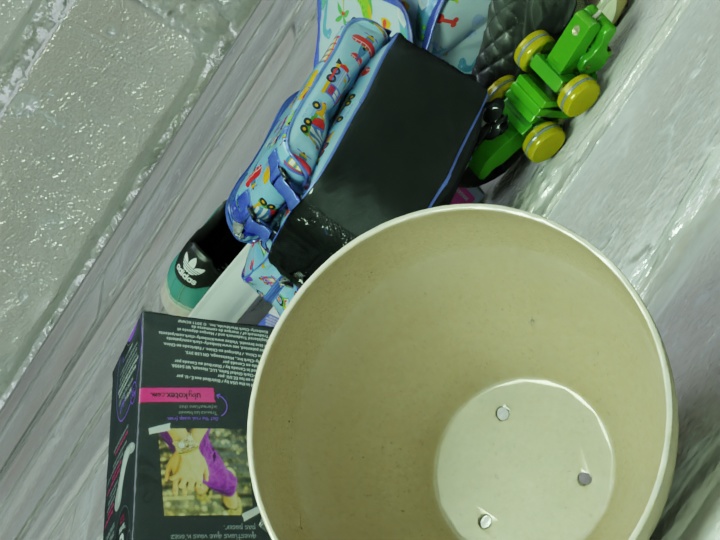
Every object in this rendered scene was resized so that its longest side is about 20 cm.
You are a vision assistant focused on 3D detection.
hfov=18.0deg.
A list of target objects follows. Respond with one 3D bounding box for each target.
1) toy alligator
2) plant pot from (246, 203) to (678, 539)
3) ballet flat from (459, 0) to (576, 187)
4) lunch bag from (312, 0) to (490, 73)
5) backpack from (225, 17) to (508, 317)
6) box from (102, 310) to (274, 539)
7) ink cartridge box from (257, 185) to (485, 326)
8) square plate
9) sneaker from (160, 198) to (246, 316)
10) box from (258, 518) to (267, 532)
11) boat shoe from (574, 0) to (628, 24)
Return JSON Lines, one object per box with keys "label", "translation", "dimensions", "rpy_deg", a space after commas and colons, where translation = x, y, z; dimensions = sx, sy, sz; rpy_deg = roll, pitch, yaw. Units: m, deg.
{"label": "toy alligator", "translation": [0.144, -0.140, 1.554], "dimensions": [0.054, 0.059, 0.200], "rpy_deg": [-2, -46, -52]}
{"label": "plant pot", "translation": [0.062, 0.085, 1.078], "dimensions": [0.201, 0.200, 0.134], "rpy_deg": [-59, -24, -4]}
{"label": "ballet flat", "translation": [0.105, -0.144, 1.614], "dimensions": [0.057, 0.066, 0.201], "rpy_deg": [60, 140, 44]}
{"label": "lunch bag", "translation": [0.050, -0.204, 1.823], "dimensions": [0.201, 0.127, 0.170], "rpy_deg": [-60, 33, 3]}
{"label": "backpack", "translation": [-0.014, -0.049, 1.557], "dimensions": [0.183, 0.134, 0.200], "rpy_deg": [-61, 8, -33]}
{"label": "box", "translation": [-0.121, 0.147, 1.620], "dimensions": [0.122, 0.105, 0.201], "rpy_deg": [123, 151, -59]}
{"label": "ink cartridge box", "translation": [0.000, 0.000, 1.716], "dimensions": [0.200, 0.042, 0.119], "rpy_deg": [-46, 15, -8]}
{"label": "square plate", "translation": [-0.055, 0.010, 1.832], "dimensions": [0.200, 0.028, 0.198], "rpy_deg": [-49, -19, 26]}
{"label": "sneaker", "translation": [-0.075, -0.030, 1.844], "dimensions": [0.200, 0.071, 0.080], "rpy_deg": [-37, -15, -38]}
{"label": "box", "translation": [0.016, 0.081, 1.534], "dimensions": [0.200, 0.048, 0.159], "rpy_deg": [-48, 15, 43]}
{"label": "boat shoe", "translation": [0.122, -0.164, 1.664], "dimensions": [0.201, 0.066, 0.072], "rpy_deg": [-48, 16, 43]}
